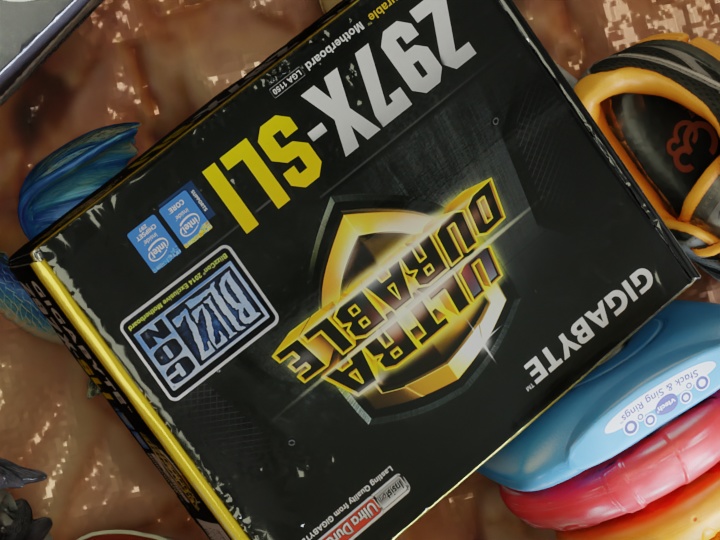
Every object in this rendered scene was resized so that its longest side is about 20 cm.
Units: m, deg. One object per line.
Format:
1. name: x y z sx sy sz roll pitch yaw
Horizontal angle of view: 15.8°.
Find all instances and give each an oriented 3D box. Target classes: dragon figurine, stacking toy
1. dragon figurine: -0.095 -0.022 0.977 0.200 0.059 0.100 -38 98 -1
2. stacking toy: 0.132 0.118 0.986 0.116 0.110 0.201 -30 102 -11

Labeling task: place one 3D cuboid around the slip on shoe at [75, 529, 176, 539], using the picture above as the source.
1. slip on shoe: -0.071 0.142 0.909 0.061 0.200 0.074 19 99 -32

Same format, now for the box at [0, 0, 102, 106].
1. box: -0.187 -0.083 0.940 0.200 0.132 0.115 -45 95 -7

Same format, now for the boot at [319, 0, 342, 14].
1. boot: 0.047 -0.208 1.011 0.174 0.066 0.201 -15 87 5

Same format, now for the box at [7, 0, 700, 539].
1. box: 0.000 0.000 0.923 0.200 0.049 0.160 -38 98 -17

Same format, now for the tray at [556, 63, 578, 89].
1. tray: 0.010 -0.005 0.992 0.107 0.022 0.201 33 82 -39

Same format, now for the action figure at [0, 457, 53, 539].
1. action figure: -0.175 0.113 0.945 0.118 0.102 0.201 7 101 -4

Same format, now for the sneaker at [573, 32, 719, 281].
1. sneaker: 0.155 -0.015 0.965 0.200 0.077 0.078 38 112 24
